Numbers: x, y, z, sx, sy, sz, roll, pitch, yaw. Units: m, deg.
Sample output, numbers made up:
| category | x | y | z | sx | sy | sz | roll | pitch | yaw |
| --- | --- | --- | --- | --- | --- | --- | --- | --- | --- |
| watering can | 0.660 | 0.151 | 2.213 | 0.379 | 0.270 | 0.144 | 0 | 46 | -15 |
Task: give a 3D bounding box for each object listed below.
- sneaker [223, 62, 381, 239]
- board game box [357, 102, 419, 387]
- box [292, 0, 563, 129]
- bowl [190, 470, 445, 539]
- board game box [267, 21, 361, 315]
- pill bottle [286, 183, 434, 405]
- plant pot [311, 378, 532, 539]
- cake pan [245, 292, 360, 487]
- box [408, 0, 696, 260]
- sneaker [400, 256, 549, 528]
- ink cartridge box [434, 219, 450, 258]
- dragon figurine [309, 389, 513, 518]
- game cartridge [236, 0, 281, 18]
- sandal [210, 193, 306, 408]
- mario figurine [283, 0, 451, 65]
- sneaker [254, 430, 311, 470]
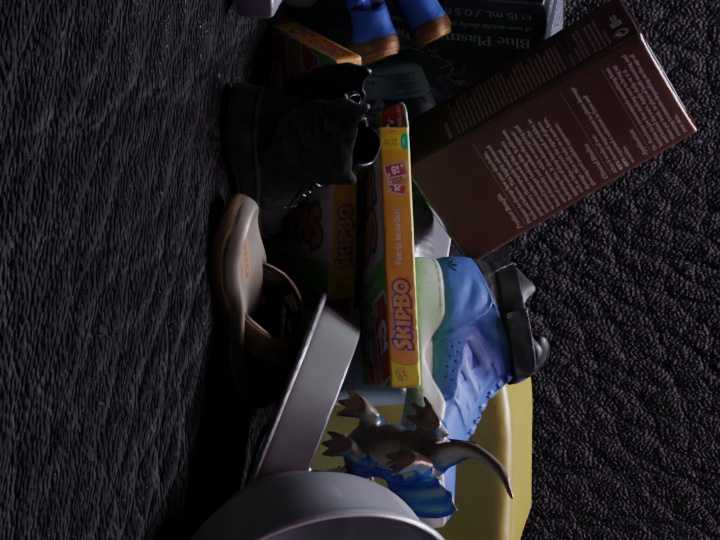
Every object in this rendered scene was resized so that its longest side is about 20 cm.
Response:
| category | x | y | z | sx | sy | sz | roll | pitch | yaw |
| --- | --- | --- | --- | --- | --- | --- | --- | --- | --- |
| sneaker | -0.035 | -0.077 | 1.625 | 0.200 | 0.104 | 0.060 | 80 | 17 | -59 |
| board game box | 0.018 | -0.017 | 1.708 | 0.096 | 0.030 | 0.201 | 171 | -81 | -78 |
| box | 0.057 | -0.191 | 1.851 | 0.200 | 0.196 | 0.118 | 84 | 15 | -54 |
| bowl | -0.042 | 0.198 | 1.577 | 0.091 | 0.200 | 0.201 | -112 | -167 | -44 |
| board game box | -0.035 | -0.071 | 1.719 | 0.095 | 0.030 | 0.201 | 34 | -49 | 52 |
| pill bottle | 0.000 | 0.000 | 1.823 | 0.114 | 0.113 | 0.201 | 50 | 41 | -78 |
| plant pot | 0.046 | 0.115 | 1.950 | 0.194 | 0.195 | 0.201 | -53 | 149 | -74 |
| cake pan | -0.048 | 0.115 | 1.683 | 0.200 | 0.037 | 0.201 | -158 | -90 | -89 |
| box | 0.136 | -0.103 | 1.758 | 0.100 | 0.200 | 0.075 | 55 | 9 | -29 |
| sneaker | 0.088 | 0.089 | 1.755 | 0.077 | 0.111 | 0.201 | 172 | -83 | -77 |
| ink cartridge box | 0.032 | -0.020 | 2.066 | 0.200 | 0.068 | 0.116 | 113 | -12 | -63 |
| dragon figurine | 0.040 | 0.132 | 1.629 | 0.099 | 0.199 | 0.059 | 45 | 57 | -49 |
| game cartridge | -0.060 | -0.284 | 1.577 | 0.130 | 0.038 | 0.201 | -77 | 169 | -62 |
| sandal | -0.066 | 0.027 | 1.650 | 0.200 | 0.054 | 0.080 | 86 | 13 | -48 |
| mario figurine | -0.001 | -0.253 | 1.720 | 0.123 | 0.106 | 0.201 | -21 | 95 | -50 |
| sneaker | -0.045 | 0.191 | 1.789 | 0.200 | 0.082 | 0.074 | -78 | 171 | -52 |
